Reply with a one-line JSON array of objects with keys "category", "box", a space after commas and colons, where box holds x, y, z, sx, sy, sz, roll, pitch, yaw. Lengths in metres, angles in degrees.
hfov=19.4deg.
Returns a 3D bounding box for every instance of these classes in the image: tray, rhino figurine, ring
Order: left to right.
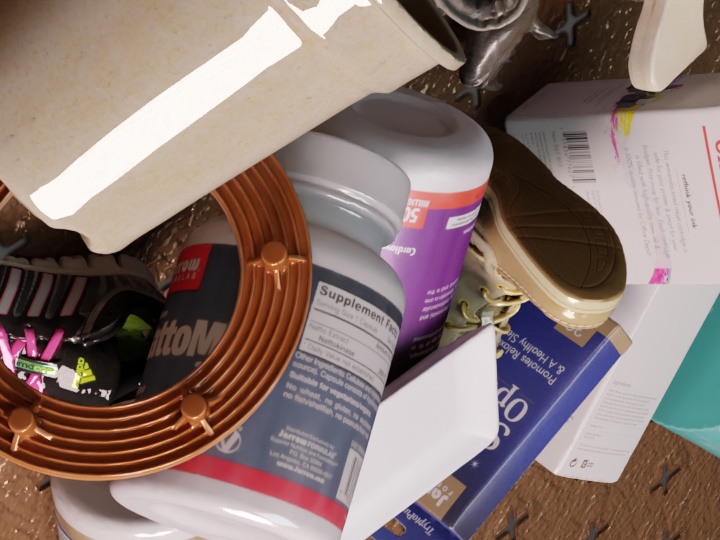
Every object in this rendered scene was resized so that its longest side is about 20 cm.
[{"category": "ring", "box": [-0.123, 0.001, 1.012, 0.200, 0.200, 0.019, -47, 165, -10]}, {"category": "tray", "box": [-0.001, 0.111, 1.185, 0.200, 0.022, 0.107, -35, 143, -24]}, {"category": "rhino figurine", "box": [0.078, -0.178, 1.201, 0.087, 0.060, 0.200, -45, 147, -30]}]

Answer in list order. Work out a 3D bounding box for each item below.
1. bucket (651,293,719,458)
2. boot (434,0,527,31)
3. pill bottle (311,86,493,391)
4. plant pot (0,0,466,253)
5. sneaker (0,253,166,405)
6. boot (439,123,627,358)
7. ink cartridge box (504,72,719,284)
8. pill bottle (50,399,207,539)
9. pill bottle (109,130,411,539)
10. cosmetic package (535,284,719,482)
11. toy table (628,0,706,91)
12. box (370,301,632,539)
[{"category": "bucket", "box": [0.280, 0.042, 1.481, 0.135, 0.207, 0.207, 24, 99, -46]}, {"category": "boot", "box": [0.037, -0.242, 1.005, 0.182, 0.073, 0.200, 56, 32, -50]}, {"category": "pill bottle", "box": [0.000, 0.000, 1.209, 0.112, 0.112, 0.200, -10, 124, -43]}, {"category": "plant pot", "box": [-0.086, -0.114, 0.937, 0.183, 0.200, 0.200, -38, 144, 11]}, {"category": "sneaker", "box": [-0.166, 0.039, 1.078, 0.200, 0.087, 0.074, -6, 122, -45]}, {"category": "boot", "box": [0.080, 0.020, 1.248, 0.073, 0.200, 0.156, 3, 119, -28]}, {"category": "ink cartridge box", "box": [0.198, -0.056, 1.280, 0.068, 0.200, 0.115, -38, 121, -48]}, {"category": "pill bottle", "box": [-0.115, 0.181, 1.223, 0.111, 0.111, 0.200, -29, 136, -30]}, {"category": "pill bottle", "box": [-0.044, 0.036, 1.067, 0.120, 0.120, 0.200, 37, 64, -53]}, {"category": "cosmetic package", "box": [0.161, 0.030, 1.413, 0.085, 0.108, 0.200, 15, 107, -51]}, {"category": "toy table", "box": [0.211, -0.206, 1.244, 0.200, 0.184, 0.117, -35, 124, -16]}, {"category": "box", "box": [0.064, 0.087, 1.338, 0.200, 0.121, 0.032, -51, 144, -6]}]
